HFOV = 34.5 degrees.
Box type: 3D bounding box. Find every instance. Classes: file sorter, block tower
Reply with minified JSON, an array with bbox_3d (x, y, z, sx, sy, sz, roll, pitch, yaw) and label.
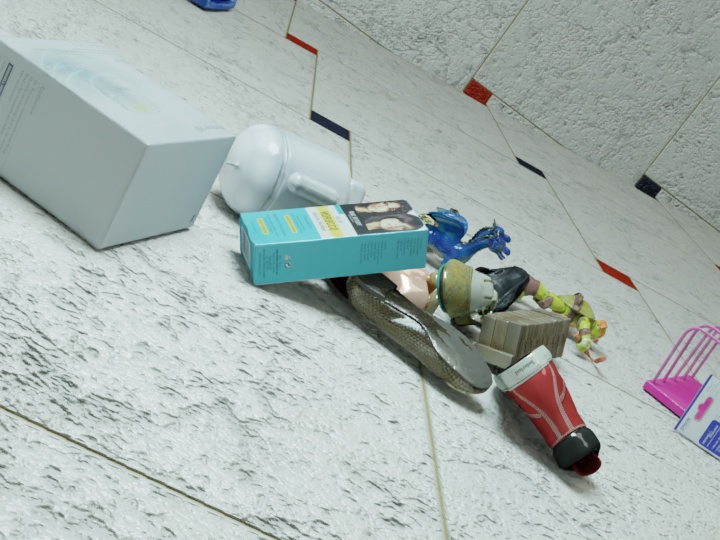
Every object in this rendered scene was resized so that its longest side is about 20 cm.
[{"bbox_3d":[0.537,0.161,1.713,0.139,0.127,0.199,40,19,28],"label":"file sorter"},{"bbox_3d":[0.209,0.083,1.473,0.053,0.059,0.199,16,10,28],"label":"block tower"}]

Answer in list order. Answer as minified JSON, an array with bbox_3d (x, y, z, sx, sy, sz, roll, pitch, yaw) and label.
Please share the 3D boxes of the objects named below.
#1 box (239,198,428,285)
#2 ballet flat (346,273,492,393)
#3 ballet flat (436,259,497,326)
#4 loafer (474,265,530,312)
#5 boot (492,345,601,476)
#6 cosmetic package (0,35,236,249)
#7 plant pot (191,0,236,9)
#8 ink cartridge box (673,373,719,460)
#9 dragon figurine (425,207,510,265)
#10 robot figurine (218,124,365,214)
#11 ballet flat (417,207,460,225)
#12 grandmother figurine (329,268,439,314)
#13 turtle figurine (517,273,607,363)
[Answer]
[{"bbox_3d":[-0.030,-0.033,1.282,0.196,0.050,0.083,-6,30,-16],"label":"box"},{"bbox_3d":[0.061,0.072,1.285,0.199,0.047,0.067,39,29,13],"label":"ballet flat"},{"bbox_3d":[0.133,0.029,1.406,0.070,0.071,0.200,35,-4,15],"label":"ballet flat"},{"bbox_3d":[0.184,0.021,1.603,0.070,0.068,0.200,42,22,8],"label":"loafer"},{"bbox_3d":[0.215,0.161,1.298,0.145,0.072,0.200,56,5,6],"label":"boot"},{"bbox_3d":[-0.267,-0.136,1.192,0.199,0.124,0.199,35,18,11],"label":"cosmetic package"},{"bbox_3d":[-0.345,-0.689,2.494,0.177,0.203,0.200,24,17,5],"label":"plant pot"},{"bbox_3d":[0.533,0.229,1.566,0.198,0.096,0.037,33,17,8],"label":"ink cartridge box"},{"bbox_3d":[0.118,-0.055,1.649,0.198,0.101,0.059,30,16,9],"label":"dragon figurine"},{"bbox_3d":[-0.090,-0.108,1.421,0.198,0.115,0.169,20,-4,-31],"label":"robot figurine"},{"bbox_3d":[0.116,-0.073,1.774,0.067,0.047,0.199,33,14,20],"label":"ballet flat"},{"bbox_3d":[0.000,0.000,1.377,0.197,0.061,0.122,23,33,-17],"label":"grandmother figurine"},{"bbox_3d":[0.302,0.061,1.699,0.160,0.065,0.200,30,17,-4],"label":"turtle figurine"}]
